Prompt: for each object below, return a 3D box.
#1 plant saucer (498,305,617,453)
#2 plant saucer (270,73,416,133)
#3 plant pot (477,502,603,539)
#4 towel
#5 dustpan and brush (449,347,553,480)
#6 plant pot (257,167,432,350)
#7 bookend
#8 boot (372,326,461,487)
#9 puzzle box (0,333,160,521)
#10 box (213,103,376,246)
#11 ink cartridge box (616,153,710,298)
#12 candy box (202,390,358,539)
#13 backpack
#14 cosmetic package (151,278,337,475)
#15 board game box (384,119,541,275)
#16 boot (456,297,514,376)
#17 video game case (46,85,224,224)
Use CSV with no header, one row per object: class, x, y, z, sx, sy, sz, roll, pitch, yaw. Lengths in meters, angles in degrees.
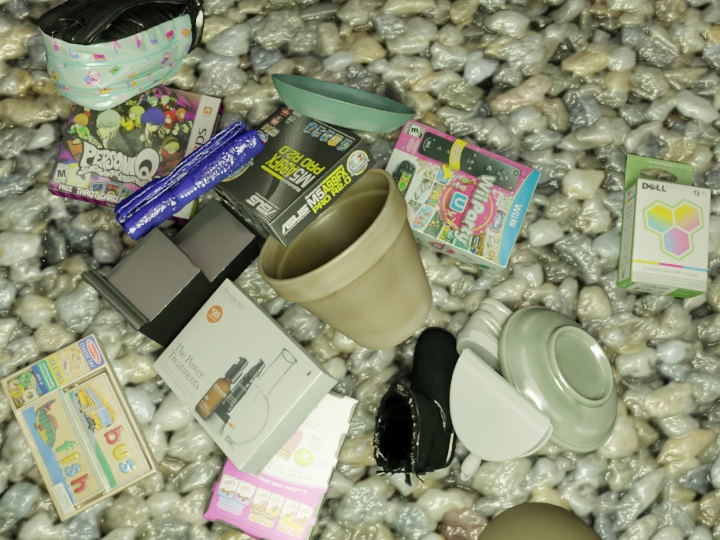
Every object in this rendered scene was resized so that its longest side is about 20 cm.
plant saucer,0.265,0.127,1.012,0.199,0.050,0.201,19,51,-26
plant saucer,-0.025,-0.220,1.063,0.199,0.200,0.036,16,107,0
plant pot,0.236,0.376,0.934,0.186,0.200,0.188,1,78,-3
towel,-0.220,-0.120,1.001,0.200,0.148,0.050,-37,110,-9
dustpan and brush,0.152,0.200,0.980,0.139,0.201,0.057,41,36,27
plant pot,0.000,0.000,1.003,0.200,0.200,0.174,-44,120,-11
bookend,-0.218,-0.014,0.989,0.092,0.200,0.199,42,80,5
boot,0.071,0.161,0.984,0.073,0.162,0.199,-1,79,25
puzzle box,-0.359,0.199,1.025,0.133,0.025,0.201,-27,81,-9
box,-0.097,-0.133,1.039,0.160,0.044,0.200,-42,41,-10
ink cartridge box,0.423,-0.069,1.108,0.103,0.059,0.201,9,78,-1
candy box,-0.098,0.238,1.014,0.136,0.061,0.201,20,78,3
backpack,-0.320,-0.304,1.054,0.166,0.127,0.200,20,44,24
cosmetic package,-0.147,0.127,0.988,0.151,0.052,0.200,-49,58,-3
board game box,0.126,-0.101,1.097,0.199,0.064,0.148,22,78,1
boot,0.218,0.123,1.052,0.200,0.073,0.096,46,53,-12
video game case,-0.307,-0.171,1.100,0.199,0.036,0.182,13,77,0
